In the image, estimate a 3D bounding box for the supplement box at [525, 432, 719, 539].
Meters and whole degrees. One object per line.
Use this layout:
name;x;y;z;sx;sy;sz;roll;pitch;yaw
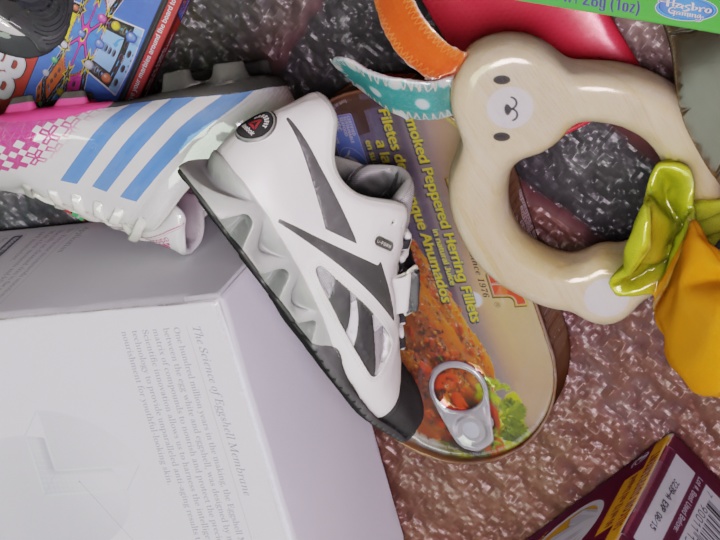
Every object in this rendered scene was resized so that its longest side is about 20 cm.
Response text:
supplement box;0.100;0.184;1.378;0.086;0.110;0.200;46;123;-5

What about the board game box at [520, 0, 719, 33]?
board game box;0.086;-0.187;1.100;0.152;0.040;0.201;10;142;8

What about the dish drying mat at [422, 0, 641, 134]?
dish drying mat;0.053;-0.152;1.281;0.077;0.018;0.201;-26;102;31

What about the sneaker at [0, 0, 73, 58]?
sneaker;-0.212;-0.150;1.358;0.200;0.074;0.085;36;139;28

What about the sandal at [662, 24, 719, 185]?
sandal;0.162;-0.117;1.236;0.082;0.055;0.201;-35;84;27

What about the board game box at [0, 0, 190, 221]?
board game box;-0.142;-0.128;1.376;0.103;0.019;0.201;32;123;6

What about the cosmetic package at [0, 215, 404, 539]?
cosmetic package;-0.107;0.084;1.408;0.199;0.123;0.200;-4;114;26

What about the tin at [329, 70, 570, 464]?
tin;0.035;-0.002;1.355;0.111;0.042;0.201;-7;112;30

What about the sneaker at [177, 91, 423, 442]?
sneaker;0.000;0.000;1.296;0.088;0.074;0.200;-37;133;-5

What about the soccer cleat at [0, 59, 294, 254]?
soccer cleat;-0.120;-0.046;1.345;0.199;0.070;0.087;-8;90;26

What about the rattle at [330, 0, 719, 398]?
rattle;0.075;-0.036;1.234;0.130;0.143;0.200;-30;120;35
